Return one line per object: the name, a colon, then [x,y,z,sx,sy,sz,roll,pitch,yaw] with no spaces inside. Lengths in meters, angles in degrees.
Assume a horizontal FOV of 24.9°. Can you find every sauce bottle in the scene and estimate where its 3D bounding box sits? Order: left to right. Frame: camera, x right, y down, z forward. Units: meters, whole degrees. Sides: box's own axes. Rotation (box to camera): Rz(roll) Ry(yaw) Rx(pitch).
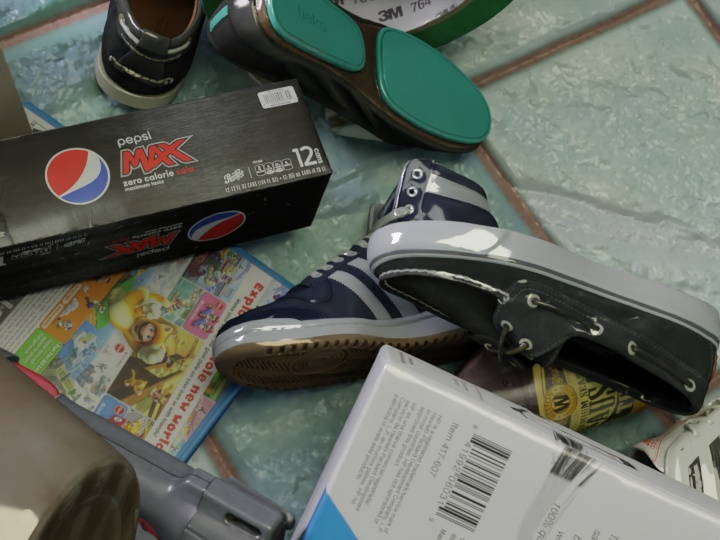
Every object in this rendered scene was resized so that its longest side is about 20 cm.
sauce bottle: [0.103,0.065,0.910,0.199,0.066,0.066,-18,70,-20]

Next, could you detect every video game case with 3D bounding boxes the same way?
video game case: [-0.149,0.011,0.900,0.200,0.018,0.143,34,61,4]

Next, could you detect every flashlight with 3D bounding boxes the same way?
flashlight: [-0.130,0.103,0.806,0.200,0.068,0.068,27,91,15]

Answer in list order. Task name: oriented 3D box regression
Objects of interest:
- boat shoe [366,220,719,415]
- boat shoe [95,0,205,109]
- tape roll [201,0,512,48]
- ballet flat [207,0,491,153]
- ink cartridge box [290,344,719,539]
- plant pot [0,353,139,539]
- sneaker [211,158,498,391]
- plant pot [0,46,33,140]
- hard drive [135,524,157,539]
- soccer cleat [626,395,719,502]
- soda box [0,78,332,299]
boat shoe: [0.097,0.025,0.853,0.199,0.069,0.057,16,65,-10]
boat shoe: [-0.115,-0.195,0.982,0.072,0.068,0.201,10,58,-9]
tape roll: [0.004,-0.188,0.931,0.200,0.201,0.048,-6,66,-16]
ballet flat: [-0.009,-0.117,0.955,0.200,0.068,0.068,26,58,-40]
ink cartridge box: [0.071,0.147,0.818,0.200,0.084,0.146,26,93,-2]
plant pot: [-0.197,0.103,0.691,0.173,0.200,0.200,21,60,17]
sneaker: [0.000,0.000,0.906,0.199,0.070,0.109,-6,69,-29]
plant pot: [-0.309,-0.135,0.835,0.177,0.200,0.200,-33,70,-14]
hard drive: [-0.182,0.188,0.799,0.199,0.027,0.132,-9,67,-17]
soccer cleat: [0.197,0.103,0.913,0.085,0.069,0.200,32,66,-2]
soda box: [-0.121,-0.043,0.881,0.199,0.071,0.064,-13,69,-19]
